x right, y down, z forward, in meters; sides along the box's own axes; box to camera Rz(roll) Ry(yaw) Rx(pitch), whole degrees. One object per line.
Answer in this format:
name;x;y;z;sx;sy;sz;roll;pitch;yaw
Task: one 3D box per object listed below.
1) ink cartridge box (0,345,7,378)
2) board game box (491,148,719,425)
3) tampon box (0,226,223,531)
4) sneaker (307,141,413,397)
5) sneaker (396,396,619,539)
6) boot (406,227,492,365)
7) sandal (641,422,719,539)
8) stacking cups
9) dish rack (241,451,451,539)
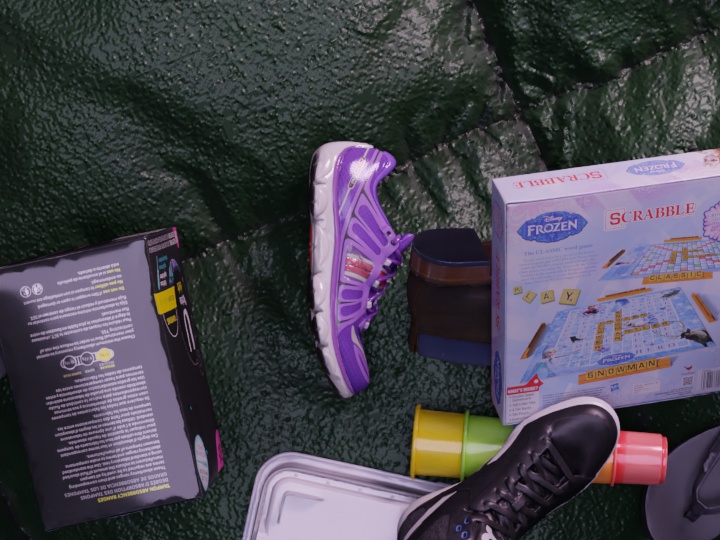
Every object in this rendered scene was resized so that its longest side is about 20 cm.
ink cartridge box;-0.342;0.073;1.460;0.146;0.200;0.083;-26;93;4
board game box;0.198;0.013;1.454;0.199;0.041;0.200;-7;122;-10
tampon box;-0.191;0.079;1.480;0.126;0.150;0.201;-12;94;4
sneaker;0.000;0.000;1.505;0.083;0.081;0.201;1;94;-4
sneaker;0.115;0.181;1.440;0.200;0.112;0.073;-37;104;13
boot;0.130;0.025;1.519;0.199;0.075;0.097;6;120;-9
sandal;0.304;0.147;1.520;0.200;0.043;0.076;-39;92;4
stacking cups;0.140;0.146;1.516;0.199;0.061;0.061;6;94;3
dish rack;-0.001;0.246;1.539;0.199;0.044;0.172;12;95;2
